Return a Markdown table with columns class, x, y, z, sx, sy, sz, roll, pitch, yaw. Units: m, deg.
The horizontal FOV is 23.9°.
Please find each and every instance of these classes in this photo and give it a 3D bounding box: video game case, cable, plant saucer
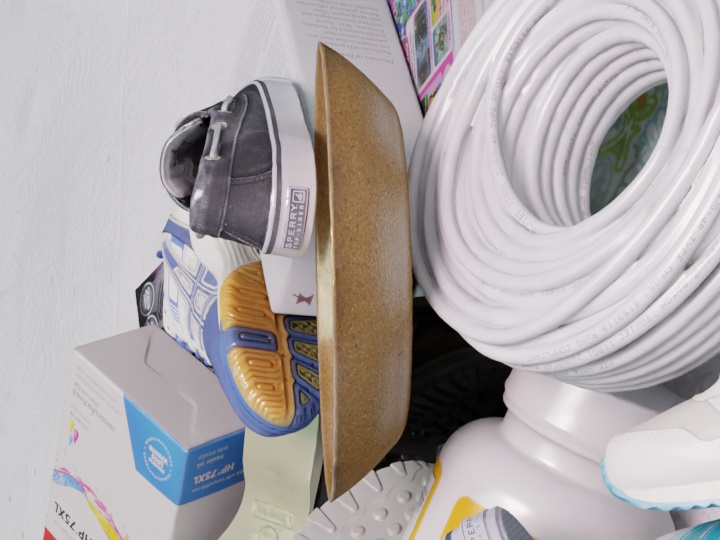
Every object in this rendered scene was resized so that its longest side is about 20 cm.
| class | x | y | z | sx | sy | sz | roll | pitch | yaw |
| --- | --- | --- | --- | --- | --- | --- | --- | --- | --- |
| video game case | 0.052 | -0.098 | 0.882 | 0.182 | 0.023 | 0.202 | 133 | 137 | -67 |
| cable | 0.104 | -0.052 | 0.685 | 0.199 | 0.069 | 0.201 | 20 | 87 | 55 |
| plant saucer | 0.000 | 0.000 | 0.752 | 0.200 | 0.035 | 0.202 | 178 | 90 | -87 |

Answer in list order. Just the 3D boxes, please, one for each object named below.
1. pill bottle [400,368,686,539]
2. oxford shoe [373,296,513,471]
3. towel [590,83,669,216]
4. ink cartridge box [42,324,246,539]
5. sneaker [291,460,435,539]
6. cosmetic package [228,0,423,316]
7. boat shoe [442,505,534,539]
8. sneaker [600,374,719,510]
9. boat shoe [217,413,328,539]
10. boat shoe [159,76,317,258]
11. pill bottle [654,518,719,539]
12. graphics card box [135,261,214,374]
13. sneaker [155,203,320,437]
| class | x | y | z | sx | sy | sz | roll | pitch | yaw |
| --- | --- | --- | --- | --- | --- | --- | --- | --- | --- |
| pill bottle | 0.071 | 0.137 | 0.756 | 0.113 | 0.112 | 0.201 | 36 | 106 | 54 |
| oxford shoe | 0.029 | 0.048 | 0.862 | 0.200 | 0.072 | 0.085 | 147 | 130 | -64 |
| towel | 0.152 | -0.081 | 0.751 | 0.200 | 0.048 | 0.172 | -48 | 46 | 40 |
| ink cartridge box | -0.133 | 0.151 | 1.055 | 0.116 | 0.067 | 0.201 | 35 | 126 | 34 |
| sneaker | -0.007 | 0.183 | 0.861 | 0.076 | 0.081 | 0.200 | 27 | 63 | 32 |
| cosmetic package | -0.019 | -0.078 | 0.948 | 0.201 | 0.071 | 0.102 | -103 | 26 | -44 |
| boat shoe | 0.082 | 0.182 | 0.684 | 0.062 | 0.201 | 0.072 | -31 | 15 | 15 |
| sneaker | 0.175 | 0.030 | 0.602 | 0.199 | 0.076 | 0.081 | -23 | 82 | 17 |
| boat shoe | -0.042 | 0.151 | 0.984 | 0.073 | 0.063 | 0.203 | 22 | 101 | 35 |
| boat shoe | -0.066 | -0.054 | 0.845 | 0.200 | 0.067 | 0.072 | -112 | 30 | -69 |
| pill bottle | 0.185 | 0.128 | 0.594 | 0.200 | 0.110 | 0.112 | -28 | 60 | 50 |
| graphics card box | -0.073 | 0.024 | 1.067 | 0.200 | 0.051 | 0.126 | -41 | 51 | 46 |
| sneaker | -0.068 | 0.027 | 0.955 | 0.088 | 0.075 | 0.201 | -53 | 35 | 31 |
